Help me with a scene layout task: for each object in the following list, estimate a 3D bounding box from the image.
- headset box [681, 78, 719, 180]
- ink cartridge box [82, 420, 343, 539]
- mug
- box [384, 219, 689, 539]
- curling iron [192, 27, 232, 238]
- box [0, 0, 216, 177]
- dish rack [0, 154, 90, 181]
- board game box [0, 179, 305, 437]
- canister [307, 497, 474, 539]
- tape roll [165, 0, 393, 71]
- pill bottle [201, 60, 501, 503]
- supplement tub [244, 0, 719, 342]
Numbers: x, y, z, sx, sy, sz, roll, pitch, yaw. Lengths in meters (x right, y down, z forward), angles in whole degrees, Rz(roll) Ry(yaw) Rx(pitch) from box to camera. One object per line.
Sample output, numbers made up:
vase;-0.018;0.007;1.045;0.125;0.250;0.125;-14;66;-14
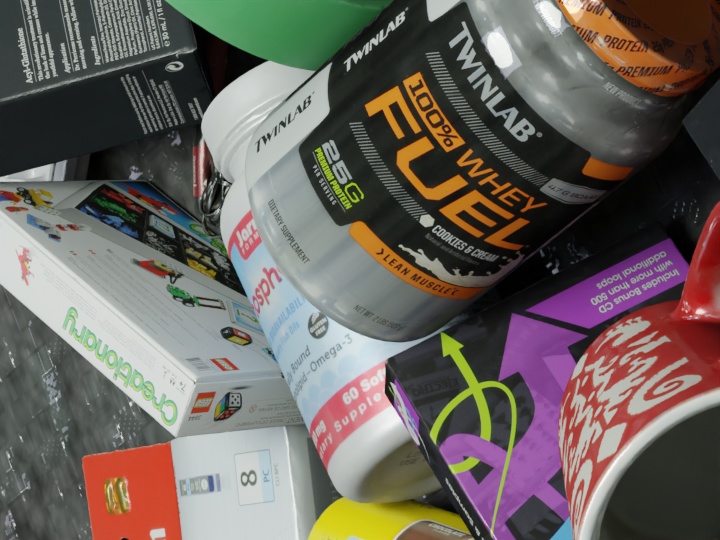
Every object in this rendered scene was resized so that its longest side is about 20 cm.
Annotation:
headset box;0.253;-0.059;1.119;0.200;0.092;0.175;-49;61;34
ink cartridge box;-0.083;0.164;1.501;0.199;0.047;0.161;-11;84;42
mug;0.149;0.066;1.099;0.133;0.200;0.178;31;98;-7
box;0.118;0.091;1.243;0.201;0.142;0.036;58;167;24
curling iron;-0.066;-0.116;1.490;0.049;0.026;0.202;-4;84;23
box;-0.161;-0.160;1.471;0.140;0.079;0.201;-13;64;0
dish rack;-0.196;-0.110;1.604;0.171;0.043;0.201;23;108;41
board game box;-0.101;0.014;1.457;0.200;0.126;0.035;38;117;37
canister;0.062;0.191;1.334;0.199;0.086;0.150;14;103;45
tape roll;-0.046;-0.184;1.340;0.048;0.200;0.201;-44;63;35
pill bottle;0.000;0.000;1.369;0.109;0.108;0.201;-43;63;37
supplement tub;0.053;-0.068;1.226;0.200;0.122;0.123;-40;65;35
